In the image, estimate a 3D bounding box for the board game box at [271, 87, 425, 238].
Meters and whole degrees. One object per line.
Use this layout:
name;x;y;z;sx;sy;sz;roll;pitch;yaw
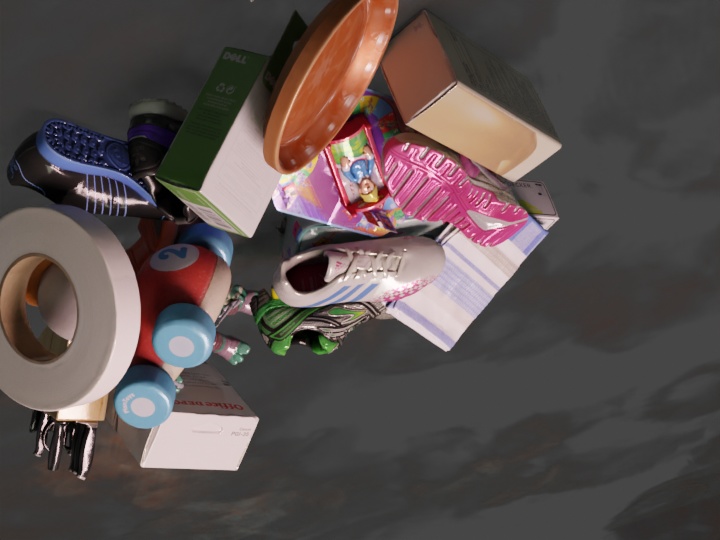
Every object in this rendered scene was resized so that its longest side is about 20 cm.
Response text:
board game box;0.004;-0.108;1.278;0.199;0.039;0.159;14;113;-32

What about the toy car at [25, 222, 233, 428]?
toy car;-0.252;0.024;1.235;0.199;0.185;0.177;27;120;-16

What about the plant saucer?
plant saucer;-0.032;-0.182;1.116;0.201;0.032;0.200;-55;169;-15

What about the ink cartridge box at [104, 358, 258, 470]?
ink cartridge box;-0.242;0.161;1.508;0.146;0.200;0.083;10;111;-40

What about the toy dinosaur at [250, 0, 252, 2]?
toy dinosaur;-0.046;-0.282;0.994;0.102;0.077;0.200;-7;156;-47

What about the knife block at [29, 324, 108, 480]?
knife block;-0.342;0.146;1.460;0.064;0.176;0.200;5;144;-36

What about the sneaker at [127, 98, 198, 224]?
sneaker;-0.168;-0.087;1.221;0.069;0.100;0.200;-13;154;30

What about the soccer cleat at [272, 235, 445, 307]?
soccer cleat;0.000;0.000;1.341;0.199;0.070;0.086;-12;163;-3

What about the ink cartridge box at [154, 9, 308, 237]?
ink cartridge box;-0.107;-0.145;1.161;0.059;0.201;0.104;18;166;30

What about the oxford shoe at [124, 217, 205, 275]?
oxford shoe;-0.227;-0.005;1.376;0.073;0.072;0.200;-2;147;-34

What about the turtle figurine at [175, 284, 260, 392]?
turtle figurine;-0.194;0.064;1.450;0.150;0.101;0.200;-51;159;15

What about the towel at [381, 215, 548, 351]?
towel;0.128;-0.002;1.439;0.200;0.024;0.147;-49;135;4

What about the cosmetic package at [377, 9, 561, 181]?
cosmetic package;0.114;-0.175;1.241;0.071;0.106;0.199;-37;145;26

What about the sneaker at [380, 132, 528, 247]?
sneaker;0.091;-0.099;1.282;0.081;0.089;0.200;-39;136;24

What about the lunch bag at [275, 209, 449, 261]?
lunch bag;-0.001;-0.045;1.427;0.199;0.077;0.161;-9;151;-16

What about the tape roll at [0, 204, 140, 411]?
tape roll;-0.302;0.035;1.173;0.202;0.204;0.037;-35;168;28

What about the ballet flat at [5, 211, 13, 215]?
ballet flat;-0.321;-0.021;1.310;0.070;0.071;0.200;-19;150;1

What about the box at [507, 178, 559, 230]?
box;0.146;-0.037;1.540;0.116;0.060;0.200;3;144;-34

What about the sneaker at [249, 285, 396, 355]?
sneaker;-0.029;0.059;1.426;0.199;0.086;0.078;-9;157;-22

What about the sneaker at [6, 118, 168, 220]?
sneaker;-0.260;-0.089;1.220;0.078;0.070;0.199;-33;141;31
